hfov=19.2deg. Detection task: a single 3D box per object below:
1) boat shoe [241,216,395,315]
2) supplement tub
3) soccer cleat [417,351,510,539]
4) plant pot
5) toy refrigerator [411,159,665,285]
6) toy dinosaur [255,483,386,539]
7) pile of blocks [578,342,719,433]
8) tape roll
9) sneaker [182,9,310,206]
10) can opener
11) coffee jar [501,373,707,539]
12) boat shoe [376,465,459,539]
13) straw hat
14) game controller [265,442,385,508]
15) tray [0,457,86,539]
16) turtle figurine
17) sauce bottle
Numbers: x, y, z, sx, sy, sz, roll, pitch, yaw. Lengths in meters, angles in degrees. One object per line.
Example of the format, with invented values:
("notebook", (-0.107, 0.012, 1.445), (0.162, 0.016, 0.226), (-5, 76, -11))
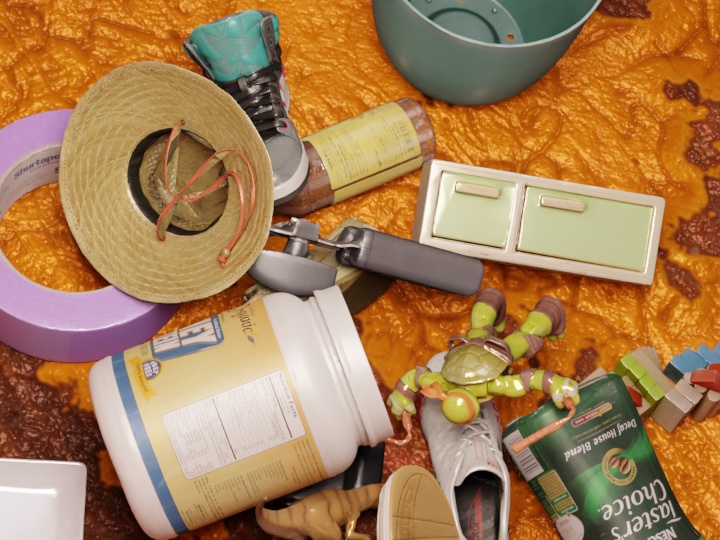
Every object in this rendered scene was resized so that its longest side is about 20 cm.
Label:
("boat shoe", (-0.051, 0.018, 1.730), (0.063, 0.073, 0.200), (37, 52, 25))
("supplement tub", (-0.088, 0.103, 1.596), (0.199, 0.145, 0.145), (-21, 68, -3))
("soccer cleat", (0.087, 0.150, 1.686), (0.068, 0.085, 0.201), (0, 64, -10))
("plant pot", (0.098, -0.236, 1.835), (0.200, 0.161, 0.201), (4, 64, -8))
("toy refrigerator", (0.148, -0.039, 1.785), (0.199, 0.070, 0.076), (10, 89, -5))
("toy dinosaur", (-0.043, 0.193, 1.626), (0.060, 0.106, 0.200), (34, 22, 32))
("pile of blocks", (0.268, 0.088, 1.761), (0.199, 0.062, 0.082), (-11, 66, -15))
("tape roll", (-0.232, -0.029, 1.731), (0.199, 0.066, 0.201), (4, 63, -9))
("sneaker", (-0.092, -0.148, 1.741), (0.083, 0.121, 0.200), (-19, 38, 3))
("can opener", (0.000, 0.000, 1.697), (0.199, 0.053, 0.067), (15, 88, -24))
("coffee jar", (0.200, 0.188, 1.669), (0.104, 0.085, 0.200), (-23, 81, -28))
("boat shoe", (0.035, 0.251, 1.626), (0.071, 0.069, 0.201), (6, 71, -36))
("straw hat", (-0.132, -0.071, 1.675), (0.201, 0.201, 0.085), (48, 28, 14))
("game controller", (-0.079, 0.134, 1.698), (0.199, 0.042, 0.105), (9, 77, -5))
("tray", (-0.266, 0.239, 1.616), (0.107, 0.022, 0.201), (4, 63, -8))
("turtle figurine", (0.088, 0.073, 1.666), (0.199, 0.065, 0.161), (-6, 29, 30))
("sauce bottle", (-0.034, -0.085, 1.792), (0.200, 0.066, 0.066), (-22, 69, -21))
